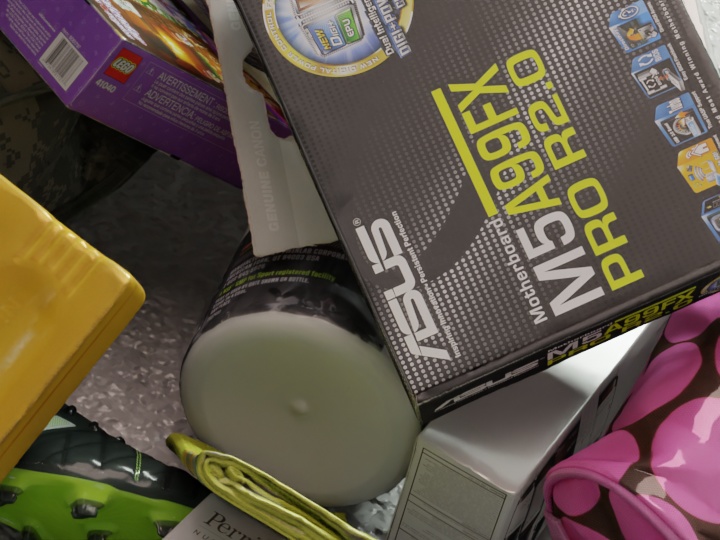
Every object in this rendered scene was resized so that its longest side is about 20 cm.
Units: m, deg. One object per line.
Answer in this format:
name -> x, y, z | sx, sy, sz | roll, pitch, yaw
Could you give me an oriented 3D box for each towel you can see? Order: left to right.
towel -> -0.029, 0.085, 0.851 | 0.086, 0.200, 0.018 | 33, 85, -6

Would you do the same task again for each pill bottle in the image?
pill bottle -> 0.000, 0.000, 1.003 | 0.106, 0.107, 0.200 | 18, 41, 5

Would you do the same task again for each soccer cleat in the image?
soccer cleat -> -0.139, 0.065, 0.913 | 0.199, 0.068, 0.081 | 14, 54, 4

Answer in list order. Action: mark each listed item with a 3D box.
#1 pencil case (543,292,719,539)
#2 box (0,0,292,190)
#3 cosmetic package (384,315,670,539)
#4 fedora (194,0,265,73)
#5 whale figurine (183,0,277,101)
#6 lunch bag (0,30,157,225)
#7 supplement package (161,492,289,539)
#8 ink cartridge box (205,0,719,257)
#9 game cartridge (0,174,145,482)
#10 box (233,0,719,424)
pencil case -> 0.144, 0.042, 0.925 | 0.093, 0.091, 0.200 | 12, 51, 35
box -> -0.123, -0.122, 0.999 | 0.200, 0.039, 0.137 | 48, 13, 32
cosmetic package -> 0.082, 0.057, 0.984 | 0.051, 0.083, 0.200 | 30, 43, 14
fedora -> -0.023, -0.148, 1.037 | 0.200, 0.177, 0.091 | 26, 45, -30
whale figurine -> -0.100, -0.149, 1.170 | 0.159, 0.104, 0.201 | 1, 64, -34
lunch bag -> -0.202, -0.089, 1.038 | 0.164, 0.118, 0.200 | 40, 43, 21
supplement package -> -0.067, 0.192, 0.751 | 0.121, 0.120, 0.200 | 29, 42, 18
ink cartridge box -> 0.042, -0.094, 0.956 | 0.199, 0.050, 0.162 | -12, 75, 3
game cartridge -> -0.210, 0.019, 0.882 | 0.200, 0.032, 0.177 | 35, 81, 22
box -> 0.055, -0.063, 0.901 | 0.160, 0.044, 0.201 | -23, 75, -2
